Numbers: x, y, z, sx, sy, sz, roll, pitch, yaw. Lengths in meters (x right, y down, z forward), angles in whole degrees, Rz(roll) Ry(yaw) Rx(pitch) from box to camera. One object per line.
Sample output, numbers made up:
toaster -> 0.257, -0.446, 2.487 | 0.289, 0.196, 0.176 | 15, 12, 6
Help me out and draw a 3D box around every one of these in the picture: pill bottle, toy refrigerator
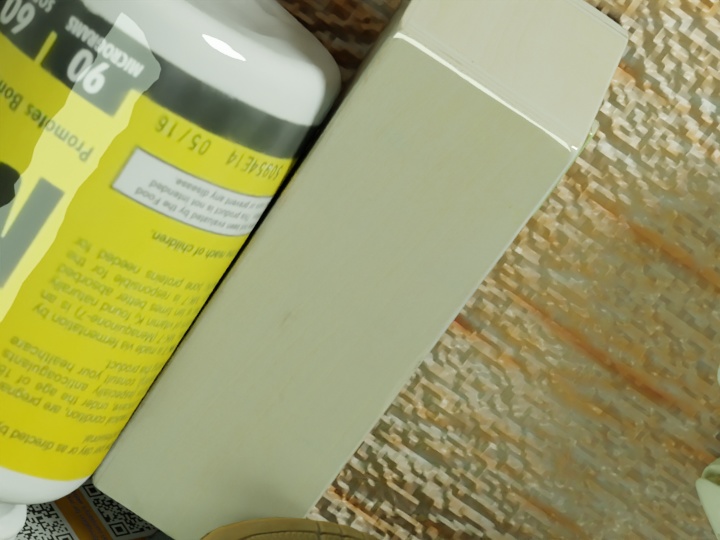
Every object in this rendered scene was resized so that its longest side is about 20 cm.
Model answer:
pill bottle -> -0.103, -0.005, 0.822 | 0.114, 0.114, 0.201 | 33, 102, -3
toy refrigerator -> 0.000, 0.000, 0.853 | 0.070, 0.076, 0.200 | 33, 124, -3

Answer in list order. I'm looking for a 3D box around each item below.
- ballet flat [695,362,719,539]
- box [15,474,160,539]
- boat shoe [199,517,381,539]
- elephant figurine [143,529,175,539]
ballet flat -> 0.140, 0.052, 0.851 | 0.071, 0.069, 0.201 | 21, 123, 27
box -> -0.146, 0.128, 0.920 | 0.042, 0.199, 0.119 | 53, 133, 33
boat shoe -> 0.008, 0.134, 0.887 | 0.199, 0.074, 0.066 | 25, 130, -39
elephant figurine -> -0.073, 0.208, 0.865 | 0.200, 0.141, 0.156 | 50, 134, 30
